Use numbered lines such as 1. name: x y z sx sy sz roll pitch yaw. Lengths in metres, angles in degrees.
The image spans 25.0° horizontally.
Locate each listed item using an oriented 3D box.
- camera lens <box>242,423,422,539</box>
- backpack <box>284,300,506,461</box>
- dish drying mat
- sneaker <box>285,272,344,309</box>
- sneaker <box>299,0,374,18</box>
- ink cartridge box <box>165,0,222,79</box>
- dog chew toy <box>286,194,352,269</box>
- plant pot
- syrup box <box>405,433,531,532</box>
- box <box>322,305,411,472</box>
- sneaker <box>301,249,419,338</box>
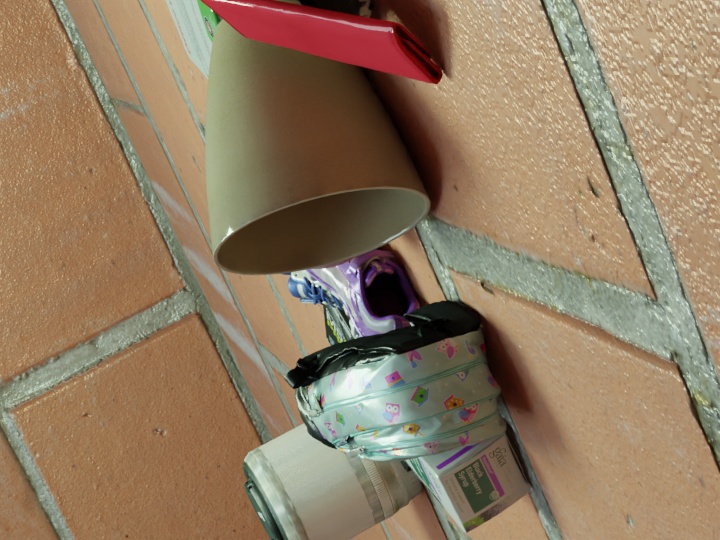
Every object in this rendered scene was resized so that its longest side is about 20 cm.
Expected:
1. camera lens: -0.041 0.271 2.105 0.160 0.200 0.160 59 168 20
2. backpack: 0.047 0.106 1.466 0.200 0.167 0.127 -19 94 64
3. dish drying mat: -0.032 -0.180 1.220 0.200 0.018 0.077 19 171 38
4. sneaker: -0.028 0.018 1.749 0.200 0.088 0.075 45 157 55
5. sneaker: -0.045 -0.233 1.222 0.066 0.090 0.200 57 168 31
6. ink cartridge box: -0.121 -0.243 1.566 0.200 0.084 0.146 50 163 51
7. dog chew toy: -0.054 -0.087 1.555 0.200 0.124 0.125 -119 8 -55
8. plant pot: -0.057 -0.123 1.380 0.187 0.187 0.200 102 154 -73
9. syrup box: 0.079 0.162 1.597 0.079 0.081 0.200 63 172 -32
10. box: 0.022 0.114 1.855 0.200 0.044 0.160 58 169 23
11. sneaker: 0.000 0.000 1.627 0.200 0.080 0.088 54 160 19
